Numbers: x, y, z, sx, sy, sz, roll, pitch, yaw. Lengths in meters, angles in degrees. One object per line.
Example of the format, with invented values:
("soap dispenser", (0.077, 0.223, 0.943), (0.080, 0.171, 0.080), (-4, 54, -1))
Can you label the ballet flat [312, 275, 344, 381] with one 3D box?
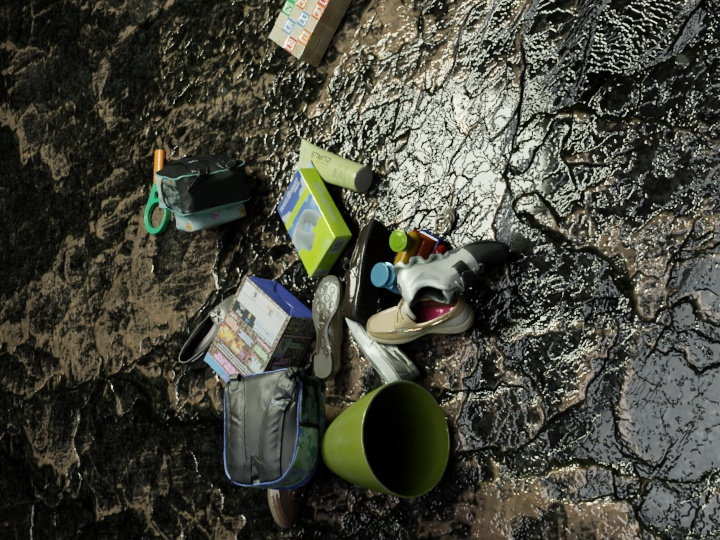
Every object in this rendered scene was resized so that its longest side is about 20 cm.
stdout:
("ballet flat", (-0.056, 0.111, 1.718), (0.067, 0.046, 0.203), (-10, 72, 34))

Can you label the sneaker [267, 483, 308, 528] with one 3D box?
("sneaker", (-0.128, 0.385, 1.707), (0.075, 0.070, 0.203), (-10, 77, 36))

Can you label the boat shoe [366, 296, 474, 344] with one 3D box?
("boat shoe", (0.095, 0.075, 1.552), (0.197, 0.069, 0.075), (-12, 49, 22))

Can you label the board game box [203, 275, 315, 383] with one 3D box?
("board game box", (-0.196, 0.140, 1.787), (0.159, 0.096, 0.202), (38, 106, 37))

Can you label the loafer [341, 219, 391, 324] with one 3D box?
("loafer", (0.000, 0.000, 1.648), (0.071, 0.073, 0.203), (-7, 60, 42))

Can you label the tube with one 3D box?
("tube", (-0.060, -0.200, 1.769), (0.199, 0.052, 0.058), (25, 69, 43))

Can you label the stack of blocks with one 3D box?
("stack of blocks", (-0.094, -0.538, 1.846), (0.115, 0.058, 0.202), (41, 108, 36))

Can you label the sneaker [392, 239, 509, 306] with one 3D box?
("sneaker", (0.159, 0.013, 1.493), (0.197, 0.074, 0.089), (-16, 58, 2))

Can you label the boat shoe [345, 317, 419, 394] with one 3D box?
("boat shoe", (0.039, 0.139, 1.623), (0.063, 0.071, 0.200), (-33, 48, -7))

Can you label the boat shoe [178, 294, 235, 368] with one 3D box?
("boat shoe", (-0.317, 0.132, 1.913), (0.201, 0.057, 0.067), (-53, 55, 19))

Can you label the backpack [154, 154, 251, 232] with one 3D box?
("backpack", (-0.341, -0.170, 1.911), (0.199, 0.174, 0.155), (26, 129, 50))

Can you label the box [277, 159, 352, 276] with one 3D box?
("box", (-0.097, -0.104, 1.762), (0.122, 0.047, 0.201), (-55, 52, 41))

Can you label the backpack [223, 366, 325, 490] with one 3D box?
("backpack", (-0.150, 0.293, 1.630), (0.181, 0.147, 0.203), (-10, 67, 29))

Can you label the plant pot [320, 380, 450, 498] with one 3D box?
("plant pot", (0.021, 0.297, 1.548), (0.199, 0.185, 0.190), (-21, 69, 52))

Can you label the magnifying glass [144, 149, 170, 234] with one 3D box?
("magnifying glass", (-0.478, -0.185, 2.125), (0.079, 0.022, 0.203), (-8, 79, 38))

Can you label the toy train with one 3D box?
("toy train", (0.095, -0.051, 1.571), (0.084, 0.115, 0.202), (30, 102, 37))
